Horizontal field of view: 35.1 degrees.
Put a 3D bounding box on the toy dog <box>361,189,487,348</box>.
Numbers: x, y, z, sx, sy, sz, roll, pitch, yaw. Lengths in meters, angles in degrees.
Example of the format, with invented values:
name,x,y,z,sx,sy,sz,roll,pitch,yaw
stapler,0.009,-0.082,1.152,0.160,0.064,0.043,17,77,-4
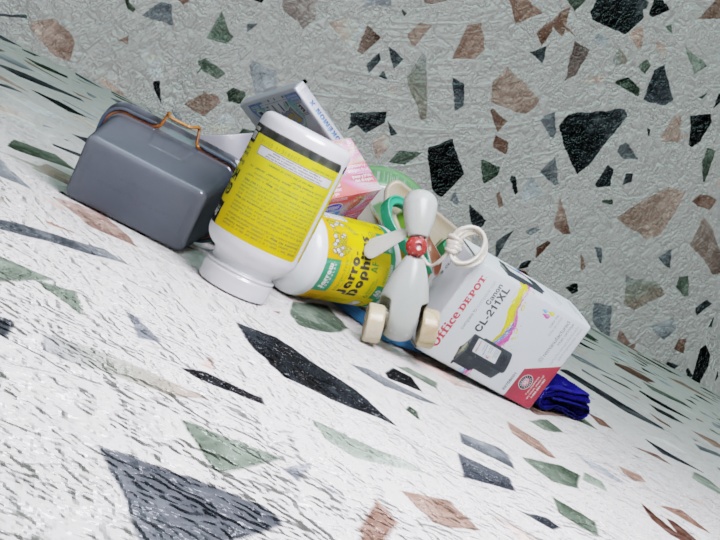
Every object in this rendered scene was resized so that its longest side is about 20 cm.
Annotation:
name,x,y,z,sx,sy,sz,roll,pitch,yaw
toy dog,0.061,0.008,1.430,0.132,0.201,0.096,31,-8,-7

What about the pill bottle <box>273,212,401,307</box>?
name,x,y,z,sx,sy,sz,roll,pitch,yaw
pill bottle,-0.052,-0.019,1.466,0.199,0.113,0.113,12,15,-42

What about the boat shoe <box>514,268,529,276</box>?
name,x,y,z,sx,sy,sz,roll,pitch,yaw
boat shoe,0.208,0.060,1.660,0.074,0.075,0.203,21,33,4

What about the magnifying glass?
name,x,y,z,sx,sy,sz,roll,pitch,yaw
magnifying glass,0.089,-0.015,1.568,0.079,0.022,0.201,-19,79,-57

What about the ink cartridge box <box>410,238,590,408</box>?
name,x,y,z,sx,sy,sz,roll,pitch,yaw
ink cartridge box,0.177,0.071,1.507,0.199,0.146,0.083,28,16,-23

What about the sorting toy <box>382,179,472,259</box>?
name,x,y,z,sx,sy,sz,roll,pitch,yaw
sorting toy,0.101,-0.013,1.628,0.185,0.036,0.201,37,42,-29

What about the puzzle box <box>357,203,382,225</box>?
name,x,y,z,sx,sy,sz,roll,pitch,yaw
puzzle box,0.037,-0.028,1.709,0.133,0.025,0.200,58,7,-28

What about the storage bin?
name,x,y,z,sx,sy,sz,roll,pitch,yaw
storage bin,-0.252,-0.114,1.387,0.199,0.146,0.134,27,16,-3

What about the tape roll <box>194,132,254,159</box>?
name,x,y,z,sx,sy,sz,roll,pitch,yaw
tape roll,-0.211,-0.168,1.678,0.199,0.067,0.200,-2,7,0

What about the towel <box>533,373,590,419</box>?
name,x,y,z,sx,sy,sz,roll,pitch,yaw
towel,0.236,0.147,1.683,0.200,0.050,0.147,33,7,40

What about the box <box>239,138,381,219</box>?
name,x,y,z,sx,sy,sz,roll,pitch,yaw
box,-0.084,-0.106,1.551,0.199,0.103,0.095,-15,67,-43

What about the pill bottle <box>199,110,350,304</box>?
name,x,y,z,sx,sy,sz,roll,pitch,yaw
pill bottle,-0.102,-0.069,1.289,0.112,0.201,0.112,27,5,-3

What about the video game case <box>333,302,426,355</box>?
name,x,y,z,sx,sy,sz,roll,pitch,yaw
video game case,0.065,0.086,1.590,0.199,0.018,0.143,22,9,-42

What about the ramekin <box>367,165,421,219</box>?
name,x,y,z,sx,sy,sz,roll,pitch,yaw
ramekin,0.021,-0.066,1.867,0.199,0.201,0.098,27,14,-5

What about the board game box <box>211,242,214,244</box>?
name,x,y,z,sx,sy,sz,roll,pitch,yaw
board game box,-0.259,-0.086,1.601,0.105,0.024,0.200,26,6,-37

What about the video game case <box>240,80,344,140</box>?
name,x,y,z,sx,sy,sz,roll,pitch,yaw
video game case,-0.084,-0.192,1.704,0.183,0.022,0.200,53,-23,-19
